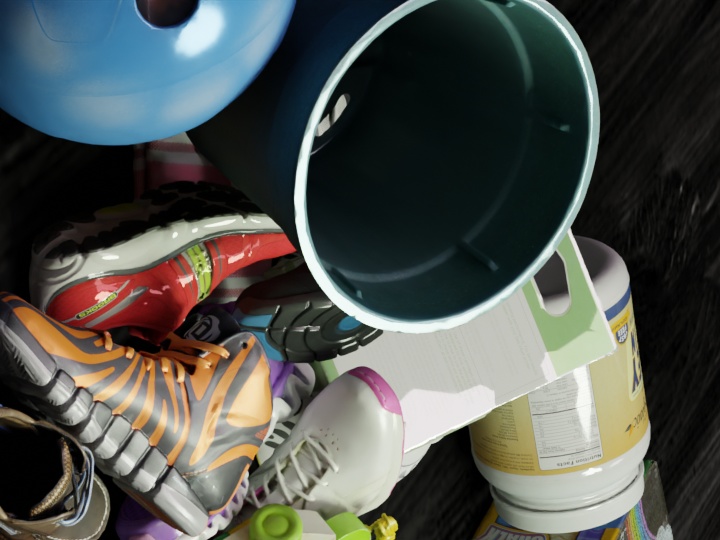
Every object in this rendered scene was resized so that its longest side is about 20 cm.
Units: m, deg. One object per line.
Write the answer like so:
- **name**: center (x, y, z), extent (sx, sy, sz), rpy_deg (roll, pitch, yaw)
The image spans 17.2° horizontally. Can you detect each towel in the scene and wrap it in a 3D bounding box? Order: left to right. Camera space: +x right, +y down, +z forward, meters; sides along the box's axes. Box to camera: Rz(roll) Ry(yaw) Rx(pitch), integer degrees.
- **towel**: center (-0.095, -0.076, 1.505), extent (0.146, 0.030, 0.201), rpy_deg (-4, 96, -61)

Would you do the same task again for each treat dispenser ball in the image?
- **treat dispenser ball**: center (-0.130, -0.166, 1.248), extent (0.201, 0.200, 0.202), rpy_deg (-8, 99, -62)

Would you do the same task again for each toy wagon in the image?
- **toy wagon**: center (-0.065, 0.200, 1.461), extent (0.199, 0.040, 0.156), rpy_deg (-30, 150, -25)

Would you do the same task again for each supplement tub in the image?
- **supplement tub**: center (0.149, 0.088, 1.855), extent (0.144, 0.144, 0.201), rpy_deg (-44, 130, -52)

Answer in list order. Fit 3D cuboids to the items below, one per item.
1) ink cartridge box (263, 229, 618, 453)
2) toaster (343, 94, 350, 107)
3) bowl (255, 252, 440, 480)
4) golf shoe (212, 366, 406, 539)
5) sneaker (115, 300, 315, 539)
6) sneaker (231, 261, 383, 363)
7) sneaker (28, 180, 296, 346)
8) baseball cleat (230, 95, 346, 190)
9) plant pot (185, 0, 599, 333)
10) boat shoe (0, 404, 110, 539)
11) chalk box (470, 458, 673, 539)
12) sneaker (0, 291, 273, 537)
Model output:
- **ink cartridge box**: center (0.054, 0.028, 1.574), extent (0.199, 0.048, 0.146), rpy_deg (-24, 93, -21)
- **toaster**: center (0.026, -0.133, 1.634), extent (0.181, 0.118, 0.201), rpy_deg (9, 84, -61)
- **bowl**: center (0.011, 0.074, 1.647), extent (0.200, 0.094, 0.202), rpy_deg (-11, 103, -61)
- **golf shoe**: center (-0.037, 0.142, 1.507), extent (0.091, 0.075, 0.200), rpy_deg (-24, 152, -43)
- **sneaker**: center (-0.103, 0.091, 1.460), extent (0.089, 0.080, 0.200), rpy_deg (64, 36, -28)
- **sneaker**: center (0.000, 0.000, 1.497), extent (0.199, 0.073, 0.082), rpy_deg (-14, 65, -31)
- **sneaker**: center (-0.115, 0.000, 1.415), extent (0.199, 0.077, 0.085), rpy_deg (-15, 117, -39)
- **baseball cleat**: center (-0.053, -0.134, 1.495), extent (0.106, 0.069, 0.201), rpy_deg (-40, 136, -58)
- **plant pot**: center (0.001, -0.094, 1.361), extent (0.199, 0.196, 0.201), rpy_deg (-14, 118, -28)
- **boat shoe**: center (-0.186, 0.117, 1.298), extent (0.200, 0.072, 0.073), rpy_deg (33, 64, -58)
- **chalk box**: center (0.160, 0.255, 1.914), extent (0.200, 0.123, 0.125), rpy_deg (-53, 137, -46)
- **sneaker**: center (-0.127, 0.052, 1.340), extent (0.112, 0.077, 0.200), rpy_deg (-53, 127, -14)
